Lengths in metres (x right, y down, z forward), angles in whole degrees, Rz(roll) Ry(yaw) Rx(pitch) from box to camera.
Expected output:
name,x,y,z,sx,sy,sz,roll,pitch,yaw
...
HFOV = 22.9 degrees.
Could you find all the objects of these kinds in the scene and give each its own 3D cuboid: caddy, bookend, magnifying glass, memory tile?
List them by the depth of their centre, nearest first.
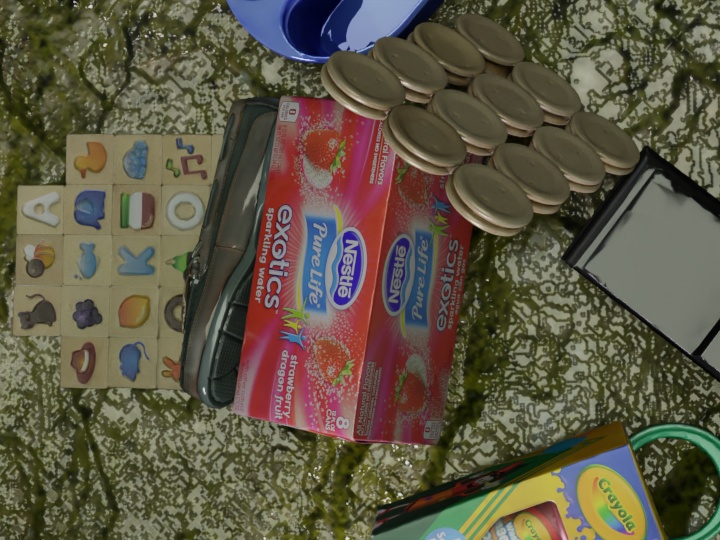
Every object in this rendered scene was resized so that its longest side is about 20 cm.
name,x,y,z,sx,sy,sz,roll,pitch,yaw
bookend,0.217,0.013,1.022,0.199,0.199,0.092,38,93,9
memory tile,0.074,-0.091,1.047,0.153,0.199,0.017,43,124,15
caddy,0.001,-0.219,1.106,0.141,0.105,0.200,41,93,6
magnifying glass,0.142,0.155,1.117,0.198,0.022,0.080,-20,87,8

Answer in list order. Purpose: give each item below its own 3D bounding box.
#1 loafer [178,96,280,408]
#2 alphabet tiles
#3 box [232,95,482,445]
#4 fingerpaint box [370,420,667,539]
name,x,y,z,sx,sy,sz,roll,pitch,yaw
loafer,-0.079,-0.014,1.132,0.062,0.072,0.202,15,83,27
alphabet tiles,-0.132,-0.006,1.167,0.198,0.006,0.168,1,88,8
box,0.000,0.000,1.088,0.099,0.095,0.202,9,89,37
fingerpaint box,0.118,0.217,1.077,0.165,0.073,0.202,-20,95,7
